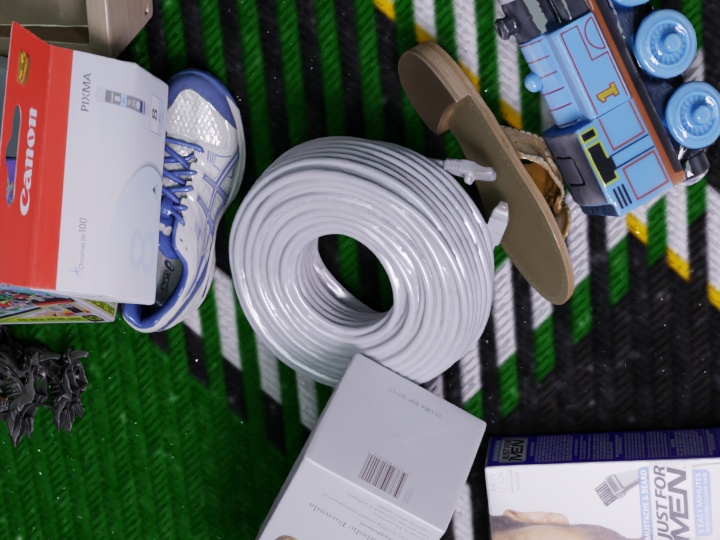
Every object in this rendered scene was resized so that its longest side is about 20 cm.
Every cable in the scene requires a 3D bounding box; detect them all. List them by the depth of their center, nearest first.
[{"bbox_3d":[0.000,0.000,1.068,0.199,0.069,0.201,16,124,17],"label":"cable"}]

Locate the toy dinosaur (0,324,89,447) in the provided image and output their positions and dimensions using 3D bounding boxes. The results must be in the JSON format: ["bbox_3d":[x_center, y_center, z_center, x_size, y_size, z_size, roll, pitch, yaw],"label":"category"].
[{"bbox_3d":[-0.296,0.075,1.157,0.135,0.102,0.201,26,121,17],"label":"toy dinosaur"}]

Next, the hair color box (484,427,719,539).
[{"bbox_3d":[0.199,0.184,1.119,0.198,0.065,0.110,-4,106,12],"label":"hair color box"}]

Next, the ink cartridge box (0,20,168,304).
[{"bbox_3d":[-0.179,-0.064,0.962,0.047,0.200,0.161,3,86,9],"label":"ink cartridge box"}]

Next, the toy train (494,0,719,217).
[{"bbox_3d":[0.168,-0.137,1.002,0.114,0.087,0.201,-30,101,-12],"label":"toy train"}]

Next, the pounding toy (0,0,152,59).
[{"bbox_3d":[-0.255,-0.265,1.039,0.198,0.142,0.185,6,120,9],"label":"pounding toy"}]

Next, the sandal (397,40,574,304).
[{"bbox_3d":[0.114,-0.084,1.053,0.069,0.078,0.212,-31,83,-24],"label":"sandal"}]

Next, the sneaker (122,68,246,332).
[{"bbox_3d":[-0.134,-0.047,1.093,0.075,0.088,0.201,10,106,8],"label":"sneaker"}]

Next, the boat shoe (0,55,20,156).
[{"bbox_3d":[-0.254,-0.124,1.053,0.199,0.070,0.071,1,114,52],"label":"boat shoe"}]

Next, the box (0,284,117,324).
[{"bbox_3d":[-0.290,0.007,1.078,0.199,0.110,0.035,-2,69,25],"label":"box"}]

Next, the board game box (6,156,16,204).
[{"bbox_3d":[-0.308,-0.065,1.091,0.198,0.135,0.045,-6,105,11],"label":"board game box"}]

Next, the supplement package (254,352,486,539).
[{"bbox_3d":[-0.005,0.180,1.088,0.113,0.110,0.200,28,135,1],"label":"supplement package"}]
